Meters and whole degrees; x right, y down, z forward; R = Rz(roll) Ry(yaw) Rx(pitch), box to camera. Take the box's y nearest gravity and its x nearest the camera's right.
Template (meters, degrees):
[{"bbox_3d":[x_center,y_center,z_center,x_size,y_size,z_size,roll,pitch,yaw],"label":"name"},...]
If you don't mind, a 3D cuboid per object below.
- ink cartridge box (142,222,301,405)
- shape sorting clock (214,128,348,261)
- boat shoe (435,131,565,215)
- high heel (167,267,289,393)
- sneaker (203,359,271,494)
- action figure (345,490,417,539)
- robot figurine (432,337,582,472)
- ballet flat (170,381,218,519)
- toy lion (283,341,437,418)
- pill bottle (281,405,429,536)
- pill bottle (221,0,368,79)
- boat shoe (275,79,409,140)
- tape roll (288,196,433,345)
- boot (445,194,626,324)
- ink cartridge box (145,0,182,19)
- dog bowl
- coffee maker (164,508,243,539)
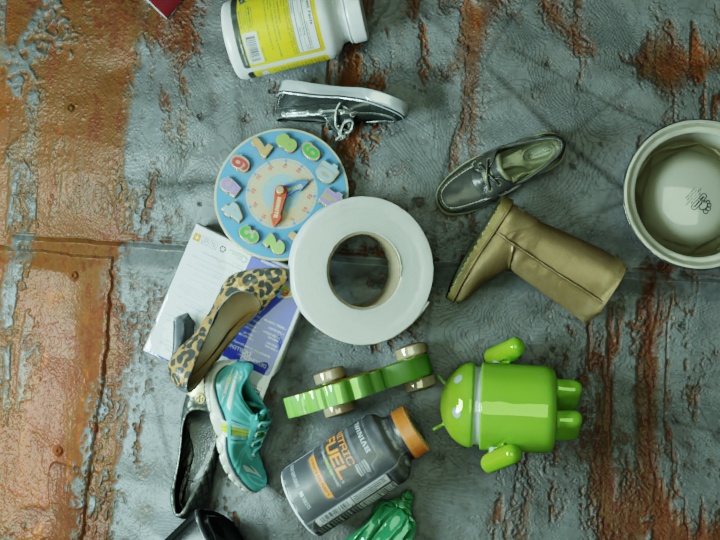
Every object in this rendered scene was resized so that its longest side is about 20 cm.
[{"bbox_3d":[-0.189,0.063,1.359,0.195,0.047,0.203,24,91,7],"label":"ink cartridge box"},{"bbox_3d":[-0.115,-0.112,1.348,0.196,0.039,0.204,0,77,0],"label":"shape sorting clock"},{"bbox_3d":[0.196,-0.142,1.309,0.198,0.066,0.073,-25,84,5],"label":"boat shoe"},{"bbox_3d":[-0.174,0.082,1.265,0.198,0.072,0.144,-30,38,13],"label":"high heel"},{"bbox_3d":[-0.162,0.221,1.306,0.078,0.078,0.203,-10,106,9],"label":"sneaker"},{"bbox_3d":[0.017,0.396,1.305,0.117,0.055,0.201,34,84,9],"label":"action figure"},{"bbox_3d":[0.198,0.185,1.263,0.196,0.116,0.178,2,64,9],"label":"robot figurine"},{"bbox_3d":[-0.235,0.257,1.344,0.065,0.057,0.204,5,87,7],"label":"ballet flat"},{"bbox_3d":[-0.001,0.154,1.253,0.197,0.192,0.070,-17,84,5],"label":"toy lion"},{"bbox_3d":[-0.003,0.270,1.289,0.199,0.106,0.107,-34,83,3],"label":"pill bottle"},{"bbox_3d":[-0.092,-0.351,1.337,0.197,0.112,0.114,-12,85,6],"label":"pill bottle"},{"bbox_3d":[-0.029,-0.226,1.339,0.196,0.074,0.069,11,83,8],"label":"boat shoe"},{"bbox_3d":[0.000,0.000,1.295,0.199,0.071,0.206,0,91,-11],"label":"tape roll"},{"bbox_3d":[0.240,0.015,1.294,0.198,0.066,0.177,32,105,1],"label":"boot"},{"bbox_3d":[-0.312,-0.447,1.326,0.175,0.200,0.084,43,93,9],"label":"ink cartridge box"},{"bbox_3d":[0.452,-0.100,1.270,0.196,0.074,0.204,0,86,7],"label":"dog bowl"},{"bbox_3d":[-0.264,0.427,1.299,0.199,0.135,0.193,-40,82,3],"label":"coffee maker"}]
